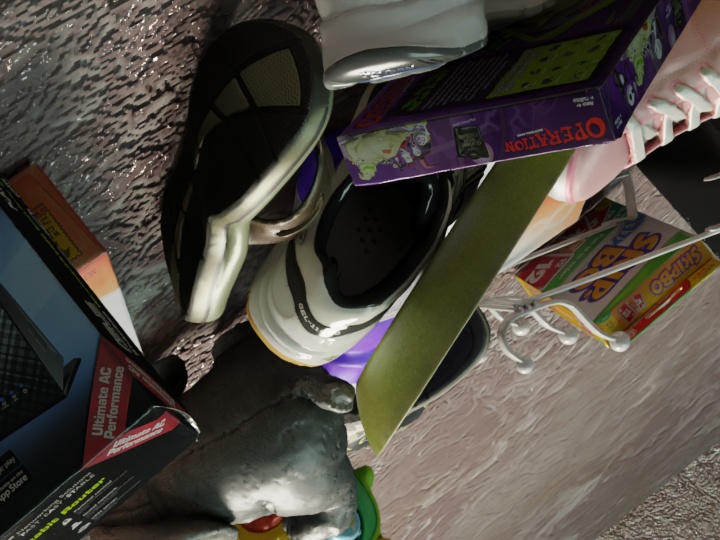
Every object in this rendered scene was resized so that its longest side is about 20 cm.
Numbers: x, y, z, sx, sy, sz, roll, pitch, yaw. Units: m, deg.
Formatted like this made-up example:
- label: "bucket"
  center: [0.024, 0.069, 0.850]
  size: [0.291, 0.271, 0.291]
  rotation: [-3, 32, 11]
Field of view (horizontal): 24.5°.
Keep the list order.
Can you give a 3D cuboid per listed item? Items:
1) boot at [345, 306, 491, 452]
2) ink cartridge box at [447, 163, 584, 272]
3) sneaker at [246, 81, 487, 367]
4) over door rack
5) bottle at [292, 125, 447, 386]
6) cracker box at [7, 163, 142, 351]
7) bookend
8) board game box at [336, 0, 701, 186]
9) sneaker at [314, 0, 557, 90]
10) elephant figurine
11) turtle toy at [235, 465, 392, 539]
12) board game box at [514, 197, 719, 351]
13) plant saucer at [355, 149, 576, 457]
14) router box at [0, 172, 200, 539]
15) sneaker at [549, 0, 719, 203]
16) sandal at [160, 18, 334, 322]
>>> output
- label: "boot"
  center: [0.016, 0.069, 1.096]
  size: [0.203, 0.074, 0.154]
  rotation: [-30, 168, 23]
- label: "ink cartridge box"
  center: [0.066, -0.035, 1.024]
  size: [0.200, 0.050, 0.162]
  rotation: [-37, 161, -22]
- label: "sneaker"
  center: [0.025, -0.043, 0.781]
  size: [0.200, 0.076, 0.088]
  rotation: [-61, -168, -25]
- label: "over door rack"
  center: [0.149, 0.006, 1.114]
  size: [0.200, 0.067, 0.148]
  rotation: [-32, -166, -18]
- label: "bottle"
  center: [0.000, 0.000, 0.921]
  size: [0.083, 0.065, 0.200]
  rotation: [-16, 150, -17]
- label: "cracker box"
  center: [-0.167, 0.051, 0.744]
  size: [0.134, 0.058, 0.200]
  rotation: [-36, 162, -14]
- label: "bookend"
  center: [0.296, -0.068, 1.163]
  size: [0.092, 0.199, 0.200]
  rotation: [-36, 160, -7]
- label: "board game box"
  center: [0.082, -0.101, 0.733]
  size: [0.120, 0.032, 0.200]
  rotation: [-4, -152, 29]
- label: "sneaker"
  center: [0.030, -0.134, 0.683]
  size: [0.074, 0.087, 0.200]
  rotation: [-13, -168, 19]
- label: "elephant figurine"
  center: [-0.109, 0.117, 0.921]
  size: [0.200, 0.142, 0.155]
  rotation: [-19, 127, -14]
- label: "turtle toy"
  center: [-0.071, 0.201, 1.177]
  size: [0.200, 0.146, 0.101]
  rotation: [-40, 140, -7]
- label: "board game box"
  center: [0.182, 0.000, 1.199]
  size: [0.095, 0.030, 0.200]
  rotation: [-40, -161, -2]
- label: "plant saucer"
  center: [0.051, 0.000, 0.819]
  size: [0.200, 0.031, 0.200]
  rotation: [-57, 176, -6]
- label: "router box"
  center: [-0.180, 0.060, 0.594]
  size: [0.200, 0.150, 0.062]
  rotation: [-41, 162, -3]
- label: "sneaker"
  center: [0.189, -0.109, 0.932]
  size: [0.200, 0.105, 0.075]
  rotation: [-55, 158, -12]
- label: "sandal"
  center: [-0.045, -0.043, 0.732]
  size: [0.057, 0.080, 0.201]
  rotation: [-2, 156, -19]
